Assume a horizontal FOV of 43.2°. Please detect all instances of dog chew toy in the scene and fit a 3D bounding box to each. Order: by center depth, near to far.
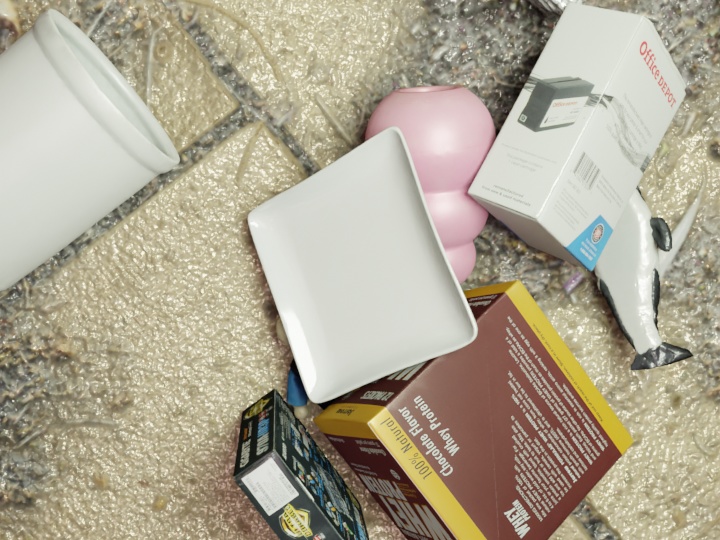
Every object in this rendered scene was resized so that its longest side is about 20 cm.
[{"bbox_3d":[0.069,-0.073,0.872,0.124,0.125,0.200,-5,107,-4],"label":"dog chew toy"}]

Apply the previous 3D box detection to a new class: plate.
[{"bbox_3d":[0.000,0.000,0.831,0.200,0.032,0.200,-26,79,34],"label":"plate"}]

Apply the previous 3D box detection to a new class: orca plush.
[{"bbox_3d":[0.288,-0.004,0.917,0.105,0.071,0.200,-38,67,40],"label":"orca plush"}]

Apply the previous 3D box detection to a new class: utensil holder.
[{"bbox_3d":[-0.294,-0.103,0.813,0.200,0.170,0.170,-38,99,4],"label":"utensil holder"}]

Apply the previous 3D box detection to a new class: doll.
[{"bbox_3d":[-0.008,0.111,0.921,0.136,0.048,0.200,-45,102,1],"label":"doll"}]

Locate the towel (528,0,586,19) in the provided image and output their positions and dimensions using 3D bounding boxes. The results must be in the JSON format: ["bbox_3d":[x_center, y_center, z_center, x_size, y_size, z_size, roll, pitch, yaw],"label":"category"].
[{"bbox_3d":[0.174,-0.355,0.858,0.200,0.086,0.166,41,91,-7],"label":"towel"}]

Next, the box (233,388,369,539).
[{"bbox_3d":[-0.052,0.208,0.855,0.046,0.200,0.159,-35,100,0],"label":"box"}]

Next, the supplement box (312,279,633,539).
[{"bbox_3d":[0.105,0.151,0.860,0.200,0.133,0.197,-41,100,-23],"label":"supplement box"}]

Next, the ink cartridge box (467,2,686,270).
[{"bbox_3d":[0.205,-0.121,0.845,0.145,0.084,0.200,30,87,-52],"label":"ink cartridge box"}]
